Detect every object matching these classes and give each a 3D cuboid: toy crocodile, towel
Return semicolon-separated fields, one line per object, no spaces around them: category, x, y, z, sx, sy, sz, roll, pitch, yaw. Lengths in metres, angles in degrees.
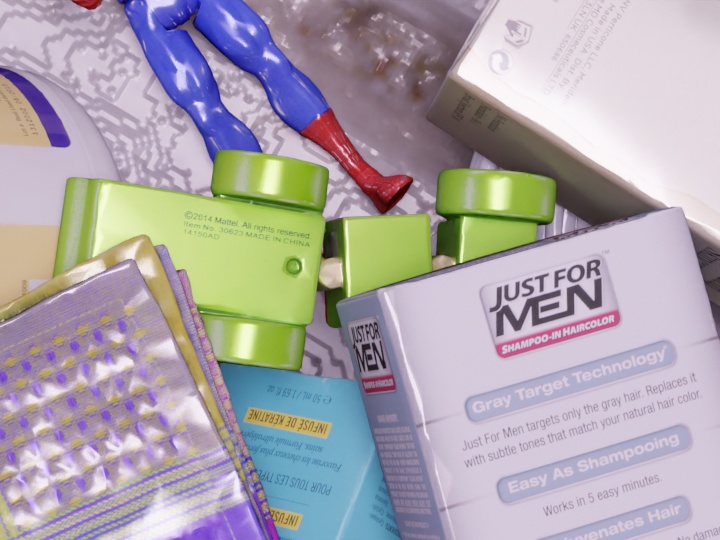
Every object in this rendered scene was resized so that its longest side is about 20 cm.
toy crocodile;0.000;0.000;0.864;0.199;0.062;0.068;4;87;-13
towel;-0.088;0.105;0.803;0.143;0.023;0.201;-21;93;-13

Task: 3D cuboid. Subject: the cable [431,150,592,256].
cable;0.135;-0.011;0.954;0.199;0.069;0.200;31;84;0

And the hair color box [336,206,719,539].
hair color box;0.070;0.091;0.811;0.099;0.061;0.201;-15;90;-14

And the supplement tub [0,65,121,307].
supplement tub;-0.190;0.001;0.861;0.199;0.145;0.146;2;84;-38

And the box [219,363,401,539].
box;-0.040;0.133;0.881;0.082;0.049;0.201;7;70;41

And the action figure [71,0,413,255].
action figure;-0.063;-0.095;0.941;0.065;0.099;0.200;-39;85;-6

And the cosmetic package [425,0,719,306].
cosmetic package;0.125;-0.032;0.869;0.200;0.104;0.073;33;85;1
